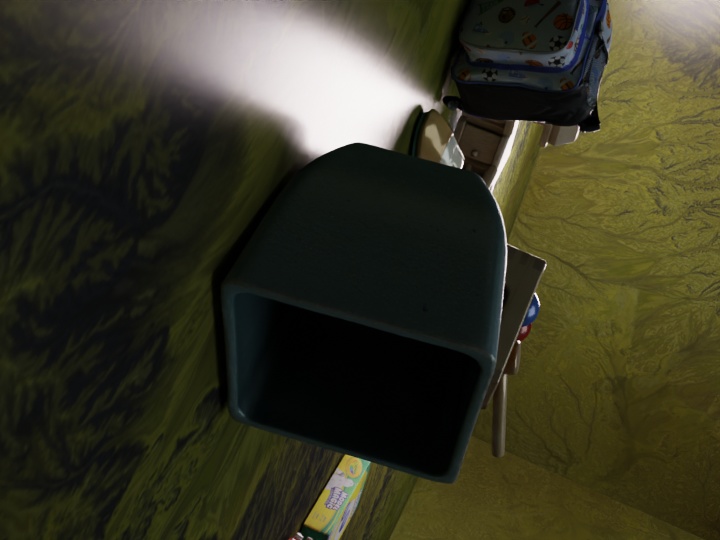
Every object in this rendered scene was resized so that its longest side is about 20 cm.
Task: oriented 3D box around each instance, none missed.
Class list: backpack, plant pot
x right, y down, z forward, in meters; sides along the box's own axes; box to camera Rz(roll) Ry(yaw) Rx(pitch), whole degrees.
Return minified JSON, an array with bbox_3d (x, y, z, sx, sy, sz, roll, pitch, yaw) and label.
[{"bbox_3d":[0.208,-0.280,1.188,0.155,0.198,0.192,70,39,-55],"label":"backpack"},{"bbox_3d":[0.017,0.016,0.799,0.197,0.194,0.201,97,10,-52],"label":"plant pot"}]

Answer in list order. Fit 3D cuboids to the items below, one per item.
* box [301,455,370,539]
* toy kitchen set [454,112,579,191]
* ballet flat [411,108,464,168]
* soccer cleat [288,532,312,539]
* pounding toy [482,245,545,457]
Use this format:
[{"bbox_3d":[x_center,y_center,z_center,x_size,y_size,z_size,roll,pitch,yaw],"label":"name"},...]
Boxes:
[{"bbox_3d":[-0.040,0.372,1.555,0.200,0.048,0.118,-56,164,-53],"label":"box"},{"bbox_3d":[0.196,-0.169,1.346,0.201,0.162,0.181,96,19,-54],"label":"toy kitchen set"},{"bbox_3d":[0.098,-0.125,1.220,0.200,0.062,0.069,86,28,-65],"label":"ballet flat"},{"bbox_3d":[-0.094,0.407,1.326,0.086,0.068,0.200,-60,166,3],"label":"soccer cleat"},{"bbox_3d":[0.151,0.095,1.217,0.184,0.141,0.202,85,28,-71],"label":"pounding toy"}]
